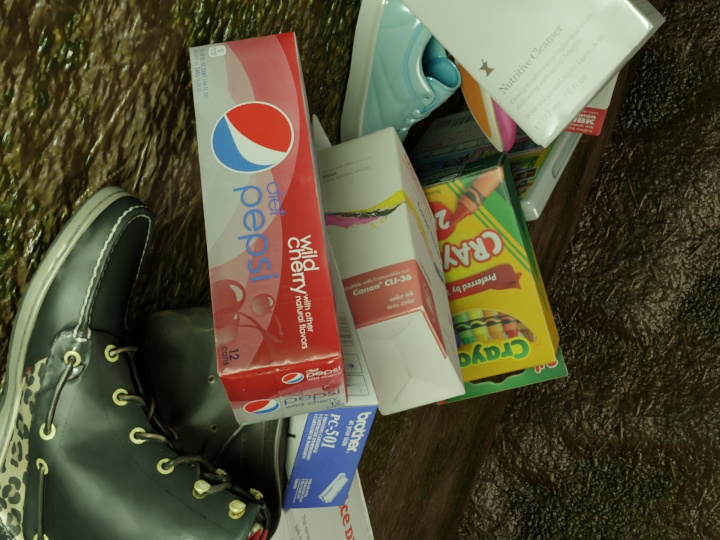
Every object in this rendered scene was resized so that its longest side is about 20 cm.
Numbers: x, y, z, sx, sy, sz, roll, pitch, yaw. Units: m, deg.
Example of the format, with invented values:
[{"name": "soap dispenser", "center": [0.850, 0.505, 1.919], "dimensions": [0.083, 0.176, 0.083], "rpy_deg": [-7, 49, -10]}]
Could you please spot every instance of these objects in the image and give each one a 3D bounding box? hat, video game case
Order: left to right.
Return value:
[{"name": "hat", "center": [-0.102, 0.077, 0.718], "dimensions": [0.200, 0.079, 0.205], "rpy_deg": [-177, -90, -71]}, {"name": "video game case", "center": [0.111, -0.098, 1.075], "dimensions": [0.022, 0.198, 0.183], "rpy_deg": [55, 48, -26]}]

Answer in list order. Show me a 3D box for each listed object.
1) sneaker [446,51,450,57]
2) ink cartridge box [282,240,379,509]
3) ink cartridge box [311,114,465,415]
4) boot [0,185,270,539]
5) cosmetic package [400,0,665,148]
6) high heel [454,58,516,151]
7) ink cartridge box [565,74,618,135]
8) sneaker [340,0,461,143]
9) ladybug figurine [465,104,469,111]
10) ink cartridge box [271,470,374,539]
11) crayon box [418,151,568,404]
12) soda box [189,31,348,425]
[{"name": "sneaker", "center": [0.094, -0.269, 0.970], "dimensions": [0.078, 0.074, 0.203], "rpy_deg": [-1, 114, -77]}, {"name": "ink cartridge box", "center": [-0.041, 0.039, 0.736], "dimensions": [0.202, 0.043, 0.095], "rpy_deg": [-108, -154, -44]}, {"name": "ink cartridge box", "center": [0.017, -0.016, 0.836], "dimensions": [0.117, 0.066, 0.203], "rpy_deg": [61, 16, -51]}, {"name": "boot", "center": [-0.106, 0.077, 0.587], "dimensions": [0.207, 0.152, 0.073], "rpy_deg": [-68, 164, 4]}, {"name": "cosmetic package", "center": [0.098, -0.198, 0.791], "dimensions": [0.113, 0.200, 0.081], "rpy_deg": [-48, 175, 25]}, {"name": "high heel", "center": [0.116, -0.200, 0.907], "dimensions": [0.067, 0.094, 0.204], "rpy_deg": [168, -94, -79]}, {"name": "ink cartridge box", "center": [0.181, -0.228, 0.947], "dimensions": [0.201, 0.082, 0.147], "rpy_deg": [84, 18, -66]}, {"name": "sneaker", "center": [0.035, -0.138, 0.920], "dimensions": [0.074, 0.081, 0.202], "rpy_deg": [-53, 158, -39]}, {"name": "ladybug figurine", "center": [0.162, -0.187, 1.233], "dimensions": [0.136, 0.071, 0.203], "rpy_deg": [125, -17, -55]}, {"name": "ink cartridge box", "center": [-0.085, 0.218, 0.836], "dimensions": [0.199, 0.083, 0.148], "rpy_deg": [-38, 130, -39]}, {"name": "crayon box", "center": [0.089, 0.018, 0.967], "dimensions": [0.051, 0.125, 0.203], "rpy_deg": [-56, 129, -67]}, {"name": "soda box", "center": [-0.050, -0.026, 0.626], "dimensions": [0.070, 0.062, 0.203], "rpy_deg": [84, -3, -63]}]
